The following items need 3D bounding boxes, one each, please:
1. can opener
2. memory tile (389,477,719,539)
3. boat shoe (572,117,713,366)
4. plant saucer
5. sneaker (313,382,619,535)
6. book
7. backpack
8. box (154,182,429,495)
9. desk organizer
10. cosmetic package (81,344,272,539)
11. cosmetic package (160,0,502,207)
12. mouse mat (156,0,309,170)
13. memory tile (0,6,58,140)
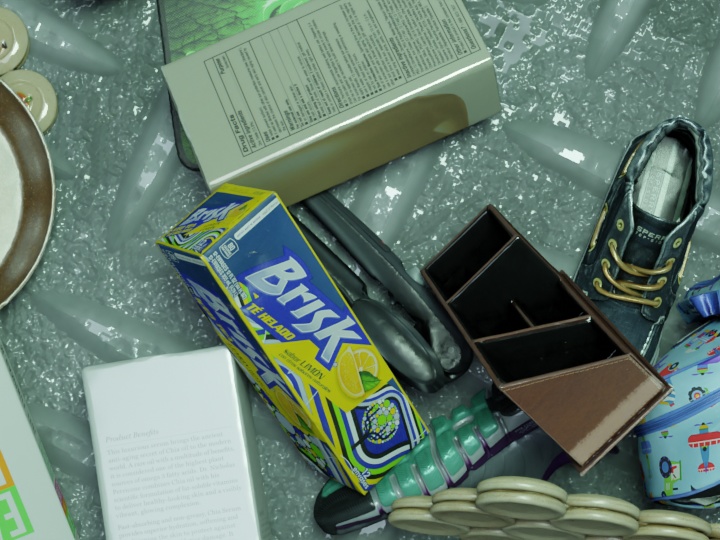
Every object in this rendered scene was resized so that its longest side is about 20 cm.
[{"bbox_3d":[0.000,0.000,1.041,0.063,0.079,0.200,-36,71,-9],"label":"can opener"},{"bbox_3d":[0.132,0.156,0.941,0.199,0.153,0.017,16,69,-23],"label":"memory tile"},{"bbox_3d":[0.176,-0.003,1.017,0.071,0.091,0.201,15,85,4],"label":"boat shoe"},{"bbox_3d":[-0.304,-0.052,1.033,0.199,0.034,0.201,1,86,-19],"label":"plant saucer"},{"bbox_3d":[0.069,0.139,1.021,0.200,0.074,0.088,-29,112,12],"label":"sneaker"},{"bbox_3d":[-0.277,0.119,1.014,0.133,0.048,0.201,-20,106,-5],"label":"book"},{"bbox_3d":[0.250,0.062,0.964,0.199,0.183,0.135,-27,84,3],"label":"backpack"},{"bbox_3d":[-0.041,0.043,0.980,0.064,0.070,0.200,-43,117,-20],"label":"box"},{"bbox_3d":[0.105,0.034,0.948,0.072,0.200,0.077,-44,112,6],"label":"desk organizer"},{"bbox_3d":[-0.114,0.156,1.022,0.101,0.071,0.201,-9,84,2],"label":"cosmetic package"},{"bbox_3d":[-0.018,-0.119,1.027,0.199,0.071,0.105,-23,64,1],"label":"cosmetic package"},{"bbox_3d":[-0.039,-0.160,1.084,0.199,0.008,0.162,-9,84,0],"label":"mouse mat"},{"bbox_3d":[-0.310,-0.159,1.089,0.153,0.017,0.201,-26,84,-1],"label":"memory tile"}]
